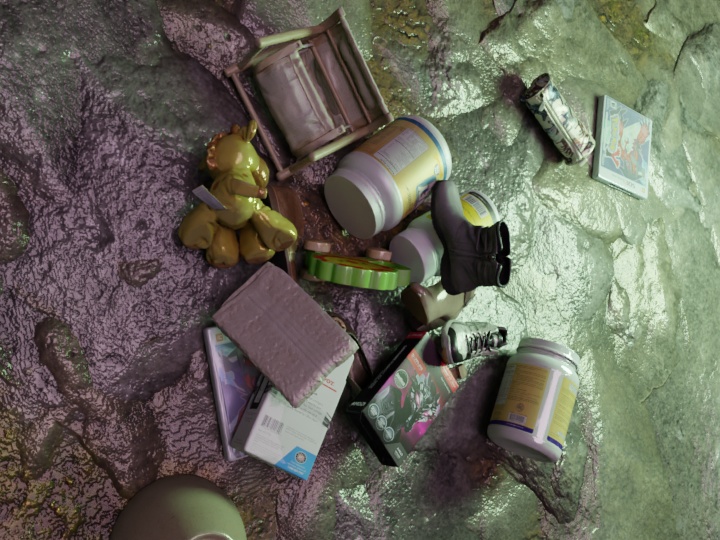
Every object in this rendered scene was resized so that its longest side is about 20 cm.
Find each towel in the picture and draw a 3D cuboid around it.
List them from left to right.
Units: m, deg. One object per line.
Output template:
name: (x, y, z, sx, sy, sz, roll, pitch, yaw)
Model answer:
towel: (-0.114, 0.091, 1.010, 0.132, 0.035, 0.200, -42, 71, -13)

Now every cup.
cup: (-0.234, 0.396, 0.942, 0.197, 0.142, 0.205, 4, 82, -31)

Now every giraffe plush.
giraffe plush: (-0.190, -0.125, 1.024, 0.169, 0.201, 0.165, -10, 56, 6)

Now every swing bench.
swing bench: (-0.081, -0.290, 1.126, 0.199, 0.129, 0.202, -33, 101, -35)

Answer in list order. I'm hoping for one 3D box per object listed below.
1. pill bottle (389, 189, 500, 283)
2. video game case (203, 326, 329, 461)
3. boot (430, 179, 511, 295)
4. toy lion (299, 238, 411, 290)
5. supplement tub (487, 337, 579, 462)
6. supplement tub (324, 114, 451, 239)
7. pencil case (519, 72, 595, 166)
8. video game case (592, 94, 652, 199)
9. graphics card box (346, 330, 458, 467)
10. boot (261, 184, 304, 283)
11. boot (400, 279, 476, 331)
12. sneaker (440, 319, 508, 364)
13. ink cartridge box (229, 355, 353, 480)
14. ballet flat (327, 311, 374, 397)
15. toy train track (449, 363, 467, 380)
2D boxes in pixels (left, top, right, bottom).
pill bottle: (0.153, -0.060, 1.250, 0.198, 0.114, 0.116, -29, 100, -30)
video game case: (-0.145, 0.175, 1.083, 0.179, 0.023, 0.205, -10, 90, -32)
boot: (0.188, -0.065, 1.123, 0.069, 0.131, 0.205, -4, 82, -40)
toy lion: (0.000, 0.000, 1.097, 0.197, 0.191, 0.070, 6, 97, -31)
supplement tub: (0.335, 0.247, 1.311, 0.144, 0.145, 0.203, 31, 69, -25)
supplement tub: (0.047, -0.161, 1.177, 0.199, 0.144, 0.146, -40, 105, -28)
pencil case: (0.425, -0.319, 1.467, 0.201, 0.077, 0.090, 49, 38, -18)
video game case: (0.623, -0.290, 1.621, 0.179, 0.023, 0.205, 15, 77, -30)
graphics card box: (0.075, 0.214, 1.159, 0.200, 0.050, 0.127, -44, 112, -33)
boot: (-0.116, -0.040, 1.106, 0.074, 0.073, 0.205, -3, 80, -42)
boot: (0.147, 0.039, 1.210, 0.145, 0.201, 0.070, -36, 67, -13)
sneaker: (0.209, 0.122, 1.235, 0.199, 0.086, 0.077, -10, 95, -61)
ink cartridge box: (-0.101, 0.197, 1.046, 0.115, 0.067, 0.203, 32, 69, -23)
ballet flat: (-0.009, 0.161, 1.163, 0.067, 0.046, 0.203, -31, 101, -29)
toy train track: (0.125, 0.214, 1.249, 0.197, 0.032, 0.117, -18, 94, -33)
